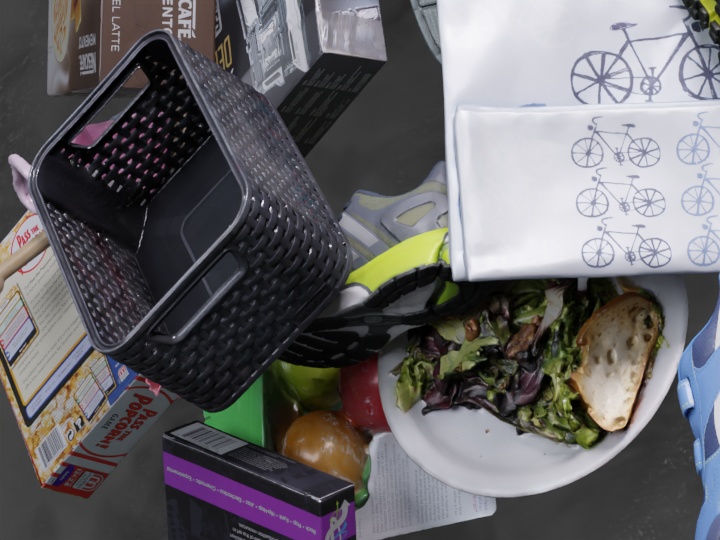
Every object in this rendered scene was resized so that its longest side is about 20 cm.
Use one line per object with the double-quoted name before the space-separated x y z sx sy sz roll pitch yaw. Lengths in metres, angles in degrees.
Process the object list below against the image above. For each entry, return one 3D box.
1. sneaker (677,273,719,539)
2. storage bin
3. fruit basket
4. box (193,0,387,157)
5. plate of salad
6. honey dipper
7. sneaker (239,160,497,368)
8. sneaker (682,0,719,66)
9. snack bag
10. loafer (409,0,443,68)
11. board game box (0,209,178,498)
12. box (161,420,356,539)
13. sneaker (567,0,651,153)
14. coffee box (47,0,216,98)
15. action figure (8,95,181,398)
"sneaker" 0.213 0.081 1.499 0.082 0.074 0.201 1 70 48
"storage bin" -0.104 -0.031 1.652 0.135 0.094 0.200 -46 41 15
"fruit basket" -0.001 0.083 1.724 0.199 0.094 0.186 -14 66 26
"box" -0.054 -0.157 1.828 0.200 0.050 0.158 -46 45 52
"plate of salad" 0.095 0.035 1.621 0.199 0.048 0.201 -13 61 24
"honey dipper" -0.185 -0.044 1.913 0.200 0.038 0.038 -39 45 -6
"sneaker" 0.000 0.000 1.648 0.200 0.074 0.081 -22 55 35
"sneaker" 0.240 -0.140 1.541 0.078 0.085 0.201 103 145 -67
"snack bag" 0.139 -0.091 1.567 0.021 0.188 0.201 106 161 -74
"loafer" 0.062 -0.213 1.673 0.072 0.063 0.201 -11 83 15
"board game box" -0.195 0.035 1.953 0.152 0.046 0.200 -47 48 24
"box" -0.059 0.205 1.687 0.143 0.036 0.201 19 118 42
"sneaker" 0.137 -0.083 1.631 0.085 0.074 0.200 2 60 57
"coffee box" -0.158 -0.176 1.893 0.200 0.079 0.115 -170 81 -73
"action figure" -0.154 -0.009 1.809 0.148 0.134 0.201 -9 66 0
